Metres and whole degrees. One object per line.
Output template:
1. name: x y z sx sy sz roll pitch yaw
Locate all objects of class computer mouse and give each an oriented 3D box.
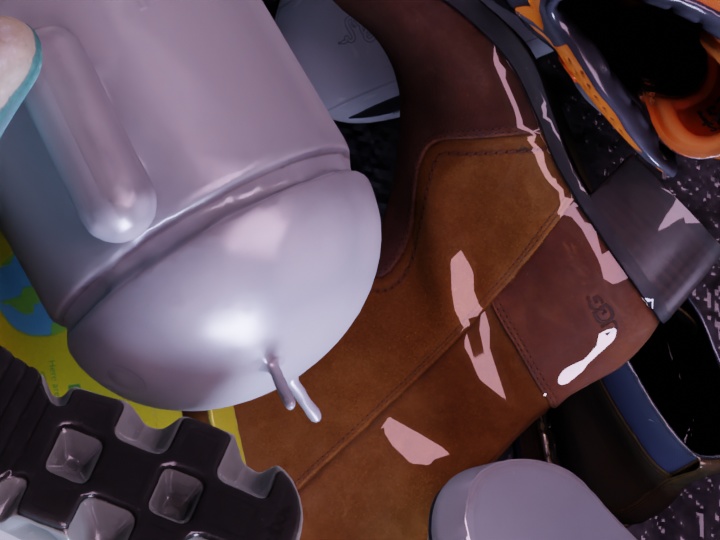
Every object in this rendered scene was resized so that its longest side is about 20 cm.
1. computer mouse: 0.063 -0.115 1.086 0.200 0.044 0.110 -24 88 -7

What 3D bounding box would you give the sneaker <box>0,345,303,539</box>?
1. sneaker: -0.120 0.068 0.901 0.200 0.089 0.074 28 56 5

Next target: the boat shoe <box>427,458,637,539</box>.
1. boat shoe: 0.074 0.121 1.031 0.200 0.066 0.072 26 59 -50

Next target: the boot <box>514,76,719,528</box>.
1. boot: 0.094 -0.001 1.090 0.075 0.097 0.200 -12 84 -32

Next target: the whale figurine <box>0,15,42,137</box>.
1. whale figurine: -0.177 -0.063 0.896 0.104 0.200 0.159 31 81 -59

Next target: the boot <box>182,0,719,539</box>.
1. boot: 0.000 0.000 1.028 0.200 0.068 0.188 -44 89 3

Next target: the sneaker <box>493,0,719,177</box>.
1. sneaker: 0.116 -0.067 1.013 0.200 0.078 0.112 26 22 -42

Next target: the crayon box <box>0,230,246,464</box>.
1. crayon box: -0.140 0.053 0.962 0.200 0.051 0.127 -7 81 -32

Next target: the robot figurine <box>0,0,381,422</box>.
1. robot figurine: -0.068 -0.038 0.929 0.200 0.113 0.170 59 15 8
